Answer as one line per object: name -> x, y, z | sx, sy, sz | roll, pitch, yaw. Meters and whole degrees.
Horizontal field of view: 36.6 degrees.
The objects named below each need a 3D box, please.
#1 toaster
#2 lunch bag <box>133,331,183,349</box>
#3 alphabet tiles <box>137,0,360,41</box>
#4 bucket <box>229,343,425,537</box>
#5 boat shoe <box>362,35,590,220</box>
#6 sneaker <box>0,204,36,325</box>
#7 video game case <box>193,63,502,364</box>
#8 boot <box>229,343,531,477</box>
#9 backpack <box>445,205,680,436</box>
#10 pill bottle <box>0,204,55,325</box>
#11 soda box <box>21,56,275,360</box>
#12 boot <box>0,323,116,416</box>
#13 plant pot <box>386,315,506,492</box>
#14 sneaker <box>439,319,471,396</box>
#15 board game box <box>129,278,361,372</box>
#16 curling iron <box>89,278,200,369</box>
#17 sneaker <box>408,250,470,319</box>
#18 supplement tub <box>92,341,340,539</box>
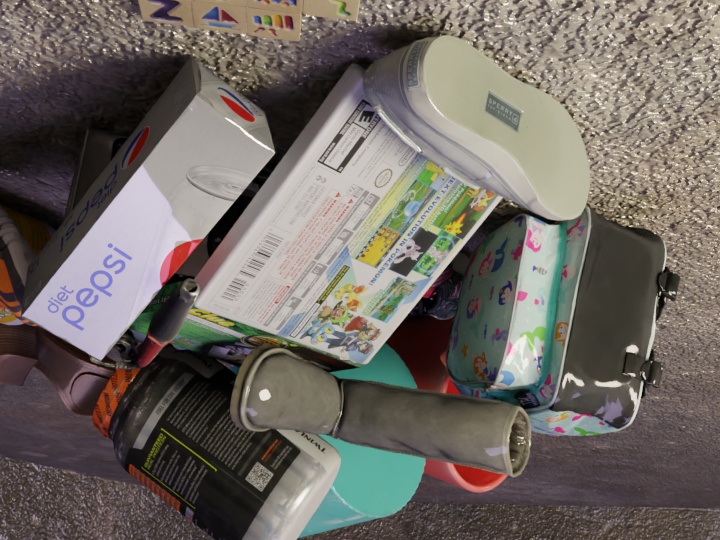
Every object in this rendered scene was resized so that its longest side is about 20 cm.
toaster -> -0.156, -0.021, 0.899 | 0.178, 0.121, 0.200 | 12, 161, -17
lunch bag -> -0.176, 0.028, 1.116 | 0.159, 0.084, 0.198 | 20, 157, -40
alphabet tiles -> -0.077, -0.179, 0.574 | 0.163, 0.006, 0.200 | 7, 162, -3
bucket -> -0.037, 0.161, 1.084 | 0.133, 0.211, 0.206 | -18, 152, 38
boat shoe -> 0.079, -0.091, 0.715 | 0.071, 0.071, 0.200 | 3, 161, 45
sneaker -> -0.303, 0.015, 0.844 | 0.199, 0.111, 0.078 | 33, 154, 56
video game case -> -0.001, -0.029, 0.783 | 0.181, 0.022, 0.201 | 22, 113, -43
boot -> 0.020, 0.114, 0.830 | 0.197, 0.074, 0.181 | 16, -179, 25
backpack -> 0.157, 0.049, 0.927 | 0.148, 0.181, 0.200 | 15, 166, -7
pill bottle -> -0.349, -0.012, 1.010 | 0.103, 0.106, 0.199 | -7, 159, 35
soda box -> -0.145, -0.038, 0.732 | 0.068, 0.064, 0.200 | 34, 109, -28
boot -> -0.315, 0.064, 1.150 | 0.198, 0.157, 0.077 | 20, 126, -36
plant pot -> 0.076, 0.137, 1.235 | 0.175, 0.204, 0.199 | 5, 166, 37
sneaker -> 0.139, 0.063, 1.091 | 0.075, 0.085, 0.200 | -43, 178, 31
board game box -> -0.097, 0.051, 0.871 | 0.103, 0.024, 0.199 | -7, 158, 36
curling iron -> -0.153, 0.043, 0.785 | 0.049, 0.026, 0.199 | 10, 160, -26
sneaker -> 0.058, 0.011, 1.007 | 0.079, 0.076, 0.200 | 0, 162, 15
supplement tub -> -0.125, 0.153, 0.937 | 0.199, 0.123, 0.123 | 35, 165, 9
